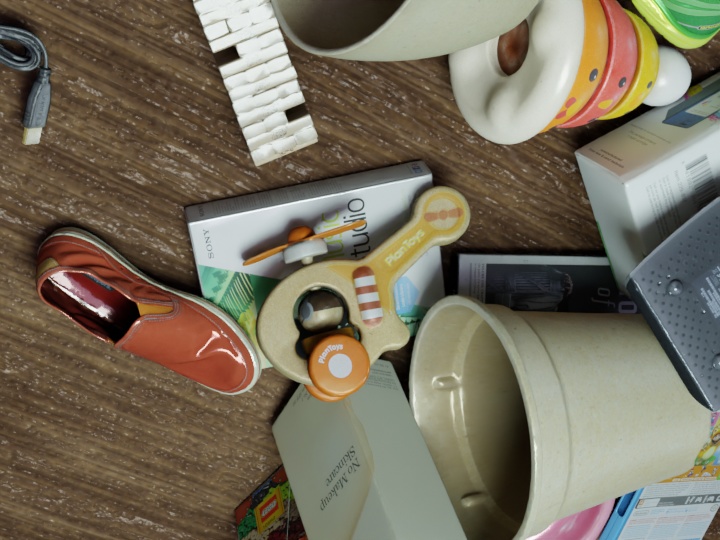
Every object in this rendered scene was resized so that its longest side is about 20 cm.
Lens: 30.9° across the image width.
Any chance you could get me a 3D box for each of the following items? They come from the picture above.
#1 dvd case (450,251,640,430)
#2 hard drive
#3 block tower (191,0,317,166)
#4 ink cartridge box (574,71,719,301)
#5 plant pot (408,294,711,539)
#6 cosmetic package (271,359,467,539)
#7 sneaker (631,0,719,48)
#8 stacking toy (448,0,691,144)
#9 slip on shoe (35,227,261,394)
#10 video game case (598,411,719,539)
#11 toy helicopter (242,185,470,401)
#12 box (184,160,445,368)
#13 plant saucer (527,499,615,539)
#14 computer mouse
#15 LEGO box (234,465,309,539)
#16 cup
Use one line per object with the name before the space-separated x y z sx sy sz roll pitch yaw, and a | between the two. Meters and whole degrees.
dvd case | 0.173 0.061 1.118 0.199 0.025 0.151 1 93 -13
hard drive | 0.300 0.002 0.988 0.200 0.042 0.135 -34 95 -17
block tower | -0.087 -0.176 0.957 0.058 0.054 0.200 -23 118 -3
ink cartridge box | 0.295 -0.071 1.063 0.200 0.088 0.146 -29 119 -8
plant pot | 0.162 0.108 1.022 0.183 0.200 0.201 -7 117 -23
cosmetic package | 0.003 0.172 1.046 0.073 0.200 0.104 13 125 -32
sneaker | 0.217 -0.248 0.976 0.200 0.074 0.084 30 132 -32
stacking toy | 0.182 -0.164 1.002 0.200 0.146 0.146 2 115 -32
slip on shoe | -0.168 0.042 1.017 0.200 0.061 0.074 34 121 -15
video game case | 0.306 0.185 1.212 0.143 0.018 0.200 6 115 -39
toy helicopter | 0.000 0.000 1.011 0.200 0.079 0.132 -42 88 -11
box | -0.033 0.000 1.062 0.199 0.036 0.145 -12 117 -6
plant saucer | 0.132 0.198 1.186 0.200 0.051 0.201 -5 115 -11
computer mouse | -0.306 -0.103 0.950 0.140 0.046 0.200 13 106 -23
LEGO box | -0.007 0.281 1.136 0.077 0.149 0.200 -43 116 12
cup | 0.049 -0.230 0.899 0.143 0.200 0.201 11 113 -40
